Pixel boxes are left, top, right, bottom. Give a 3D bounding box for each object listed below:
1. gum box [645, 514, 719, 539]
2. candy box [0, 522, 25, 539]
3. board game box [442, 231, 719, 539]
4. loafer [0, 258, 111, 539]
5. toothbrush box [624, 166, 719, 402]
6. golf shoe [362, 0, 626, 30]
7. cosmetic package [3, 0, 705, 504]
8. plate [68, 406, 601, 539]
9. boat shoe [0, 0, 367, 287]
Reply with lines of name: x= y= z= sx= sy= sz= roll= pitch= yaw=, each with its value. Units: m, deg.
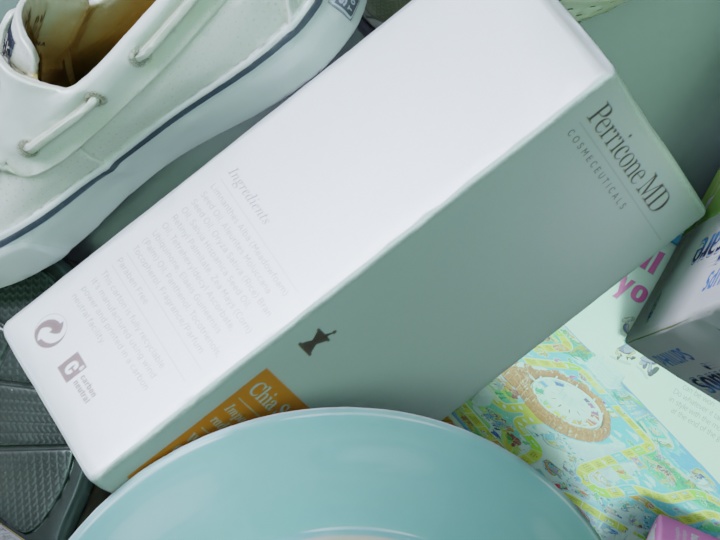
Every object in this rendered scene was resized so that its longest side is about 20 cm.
gum box: x=0.110 y=0.198 z=0.888 sx=0.113 sy=0.066 sz=0.200 roll=23 pitch=112 yaw=-1
candy box: x=-0.174 y=0.123 z=0.874 sx=0.200 sy=0.056 sz=0.117 roll=33 pitch=101 yaw=20
board game box: x=0.077 y=0.043 z=0.912 sx=0.200 sy=0.034 sz=0.135 roll=31 pitch=95 yaw=-3
loafer: x=-0.108 y=0.093 z=0.914 sx=0.072 sy=0.063 sz=0.201 roll=5 pitch=92 yaw=31
toothbrush box: x=0.178 y=-0.047 z=0.828 sx=0.086 sy=0.146 sz=0.200 roll=32 pitch=81 yaw=-2
golf shoe: x=0.089 y=-0.131 z=0.876 sx=0.199 sy=0.092 sz=0.073 roll=-18 pitch=66 yaw=4
cosmetic package: x=0.000 y=0.000 z=0.831 sx=0.200 sy=0.101 sz=0.071 roll=-39 pitch=55 yaw=4
plate: x=-0.009 y=0.139 z=0.808 sx=0.199 sy=0.026 sz=0.201 roll=-3 pitch=110 yaw=-8
boat shoe: x=-0.092 y=-0.061 z=0.851 sx=0.200 sy=0.071 sz=0.070 roll=-29 pitch=126 yaw=32
